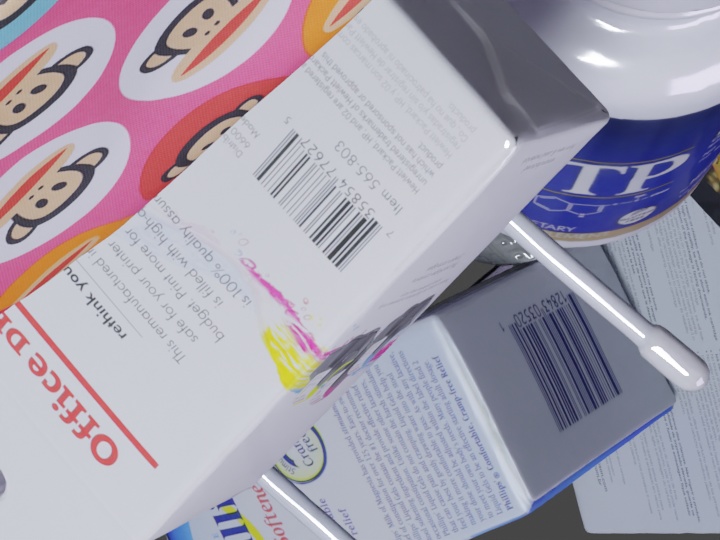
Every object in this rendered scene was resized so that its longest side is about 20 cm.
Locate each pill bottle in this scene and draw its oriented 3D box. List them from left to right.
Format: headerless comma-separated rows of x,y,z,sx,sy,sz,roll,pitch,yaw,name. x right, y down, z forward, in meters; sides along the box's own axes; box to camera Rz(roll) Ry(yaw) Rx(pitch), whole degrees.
0.080,-0.093,0.744,0.120,0.120,0.200,-39,169,-15,pill bottle

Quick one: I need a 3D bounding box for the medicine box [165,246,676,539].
0.024,0.080,1.158,0.200,0.103,0.182,-27,179,32,medicine box

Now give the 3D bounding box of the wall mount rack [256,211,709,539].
0.000,0.000,0.681,0.074,0.174,0.200,10,132,-47,wall mount rack

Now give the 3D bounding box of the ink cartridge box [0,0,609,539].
-0.046,-0.011,0.624,0.200,0.115,0.068,-46,168,25,ink cartridge box

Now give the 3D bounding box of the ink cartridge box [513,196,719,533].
0.165,0.037,1.195,0.043,0.197,0.200,-18,-175,-35,ink cartridge box

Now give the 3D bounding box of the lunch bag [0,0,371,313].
-0.062,-0.069,0.423,0.200,0.082,0.176,-44,169,13,lunch bag

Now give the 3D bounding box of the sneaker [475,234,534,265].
0.128,-0.074,1.145,0.200,0.075,0.087,-41,175,1,sneaker

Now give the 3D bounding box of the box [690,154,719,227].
0.179,-0.088,0.904,0.122,0.200,0.106,-36,169,-30,box
